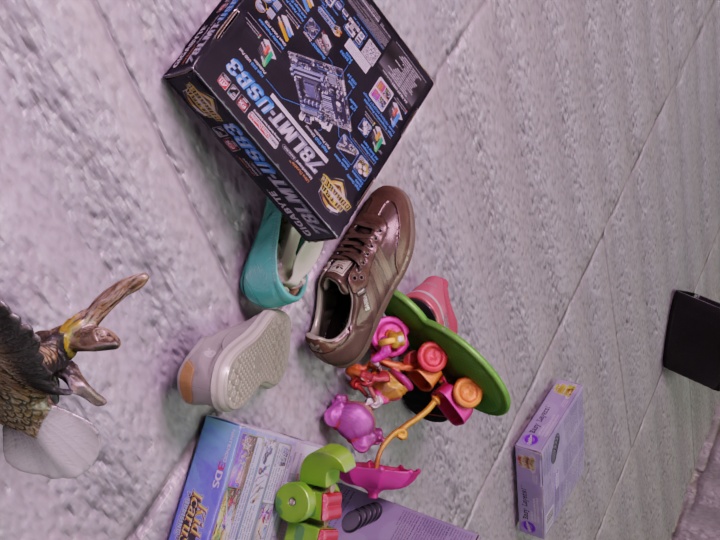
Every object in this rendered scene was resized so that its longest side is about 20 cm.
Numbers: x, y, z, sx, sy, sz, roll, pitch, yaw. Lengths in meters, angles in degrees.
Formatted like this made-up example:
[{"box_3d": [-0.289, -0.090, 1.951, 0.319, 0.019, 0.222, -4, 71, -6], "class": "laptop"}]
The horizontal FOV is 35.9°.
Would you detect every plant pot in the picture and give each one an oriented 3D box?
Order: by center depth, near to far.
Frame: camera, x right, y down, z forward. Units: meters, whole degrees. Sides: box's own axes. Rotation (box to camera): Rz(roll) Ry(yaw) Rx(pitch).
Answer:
[{"box_3d": [0.797, 0.166, 2.526, 0.200, 0.199, 0.179, 8, 105, -61], "class": "plant pot"}]

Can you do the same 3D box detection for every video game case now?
[{"box_3d": [-0.114, 0.251, 1.061, 0.181, 0.045, 0.201, 33, 72, -61], "class": "video game case"}]

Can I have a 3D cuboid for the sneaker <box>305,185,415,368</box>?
[{"box_3d": [0.000, 0.000, 1.143, 0.075, 0.070, 0.201, 33, 72, -59], "class": "sneaker"}]

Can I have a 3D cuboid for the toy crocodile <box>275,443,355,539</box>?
[{"box_3d": [-0.050, 0.264, 1.071, 0.067, 0.061, 0.202, 12, 91, -62], "class": "toy crocodile"}]

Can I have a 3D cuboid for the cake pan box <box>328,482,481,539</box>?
[{"box_3d": [0.010, 0.340, 1.174, 0.201, 0.183, 0.053, -57, 145, -34], "class": "cake pan box"}]

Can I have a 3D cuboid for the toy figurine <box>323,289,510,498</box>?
[{"box_3d": [0.033, 0.149, 1.209, 0.184, 0.200, 0.150, -45, -176, -20], "class": "toy figurine"}]

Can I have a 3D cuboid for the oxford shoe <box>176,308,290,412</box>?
[{"box_3d": [-0.108, 0.077, 1.000, 0.200, 0.057, 0.076, -32, 123, -71], "class": "oxford shoe"}]

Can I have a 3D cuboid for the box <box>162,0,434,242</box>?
[{"box_3d": [-0.044, -0.163, 0.956, 0.200, 0.049, 0.199, 48, 58, -29], "class": "box"}]

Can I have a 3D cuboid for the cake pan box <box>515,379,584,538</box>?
[{"box_3d": [0.317, 0.313, 1.837, 0.184, 0.052, 0.201, -45, 137, -42], "class": "cake pan box"}]

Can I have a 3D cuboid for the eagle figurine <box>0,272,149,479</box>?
[{"box_3d": [-0.242, 0.049, 0.680, 0.153, 0.150, 0.200, -69, 162, 5], "class": "eagle figurine"}]

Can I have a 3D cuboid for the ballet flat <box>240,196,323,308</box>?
[{"box_3d": [-0.054, -0.061, 1.022, 0.067, 0.070, 0.202, 16, 86, -58], "class": "ballet flat"}]

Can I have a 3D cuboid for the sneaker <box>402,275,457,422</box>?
[{"box_3d": [0.095, 0.096, 1.349, 0.087, 0.073, 0.201, -50, 143, -46], "class": "sneaker"}]
